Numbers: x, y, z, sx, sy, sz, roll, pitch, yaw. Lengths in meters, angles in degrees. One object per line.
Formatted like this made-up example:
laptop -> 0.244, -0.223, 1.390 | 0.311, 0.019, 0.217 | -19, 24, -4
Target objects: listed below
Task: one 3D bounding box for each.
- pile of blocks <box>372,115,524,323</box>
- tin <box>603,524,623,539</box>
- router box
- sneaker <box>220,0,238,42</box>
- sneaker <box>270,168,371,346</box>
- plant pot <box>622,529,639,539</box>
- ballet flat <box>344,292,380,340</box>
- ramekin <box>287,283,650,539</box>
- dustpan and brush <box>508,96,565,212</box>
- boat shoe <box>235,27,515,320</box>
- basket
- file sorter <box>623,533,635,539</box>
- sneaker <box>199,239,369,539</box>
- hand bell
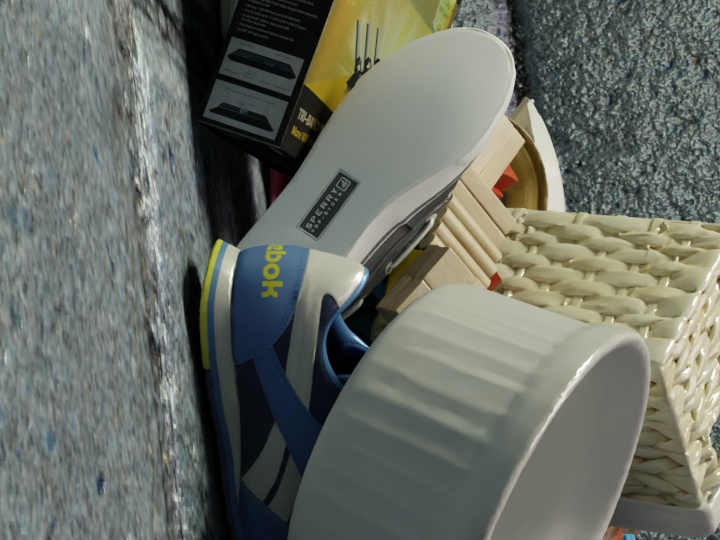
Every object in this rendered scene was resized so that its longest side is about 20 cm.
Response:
pile of blocks -> 0.046, -0.013, 1.073 | 0.062, 0.082, 0.200 | 50, 33, -22
tin -> 0.056, 0.162, 1.132 | 0.112, 0.200, 0.042 | -25, 107, -60
router box -> -0.008, -0.126, 1.066 | 0.200, 0.052, 0.157 | 26, 83, -72
sneaker -> -0.049, -0.167, 1.100 | 0.081, 0.075, 0.200 | -71, 158, -53
sneaker -> -0.026, -0.007, 1.223 | 0.095, 0.079, 0.200 | 6, 76, -62
plant pot -> 0.107, 0.156, 1.340 | 0.200, 0.187, 0.187 | 157, -73, -67
ballet flat -> 0.000, 0.000, 1.144 | 0.200, 0.071, 0.071 | 32, 48, -56
ramekin -> 0.050, 0.104, 0.928 | 0.200, 0.098, 0.201 | -48, 151, -38
dustpan and brush -> 0.099, -0.001, 1.313 | 0.140, 0.057, 0.200 | -51, -127, 40
boat shoe -> 0.008, -0.036, 1.004 | 0.200, 0.072, 0.068 | -52, 160, -5
basket -> 0.119, 0.050, 1.101 | 0.136, 0.200, 0.124 | -54, 136, -38
file sorter -> 0.073, 0.243, 1.179 | 0.139, 0.200, 0.123 | -73, 158, -77
sneaker -> -0.026, 0.079, 0.943 | 0.074, 0.082, 0.200 | -89, 173, -65
hand bell -> 0.024, -0.047, 1.323 | 0.200, 0.104, 0.104 | -3, -85, 56
